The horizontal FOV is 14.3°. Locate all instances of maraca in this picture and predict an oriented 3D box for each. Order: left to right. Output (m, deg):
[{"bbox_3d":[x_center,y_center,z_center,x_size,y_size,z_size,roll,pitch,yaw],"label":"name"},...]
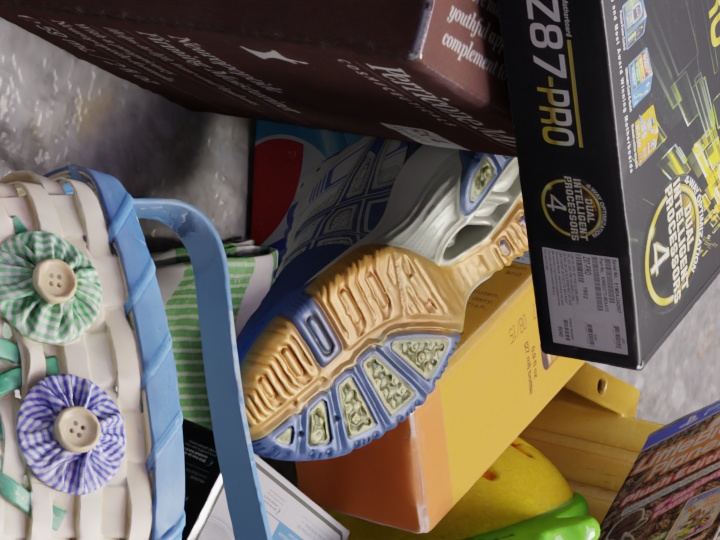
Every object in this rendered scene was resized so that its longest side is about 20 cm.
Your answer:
[{"bbox_3d":[0.037,0.119,1.251,0.200,0.136,0.108,176,-102,-84],"label":"maraca"}]

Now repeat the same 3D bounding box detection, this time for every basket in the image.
[{"bbox_3d":[-0.109,0.055,0.996,0.199,0.139,0.177,8,65,-52],"label":"basket"}]

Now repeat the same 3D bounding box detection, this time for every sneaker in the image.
[{"bbox_3d":[0.000,0.000,1.150,0.200,0.088,0.076,-45,128,-31],"label":"sneaker"}]

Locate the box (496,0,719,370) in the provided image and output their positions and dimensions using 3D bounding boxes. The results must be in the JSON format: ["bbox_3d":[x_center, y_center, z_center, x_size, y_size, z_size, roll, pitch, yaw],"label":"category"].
[{"bbox_3d":[0.107,-0.090,1.047,0.161,0.049,0.201,-46,136,-47],"label":"box"}]

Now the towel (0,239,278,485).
[{"bbox_3d":[-0.098,0.066,1.163,0.200,0.023,0.154,-9,107,-59],"label":"towel"}]

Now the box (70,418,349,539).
[{"bbox_3d":[-0.091,0.165,1.139,0.201,0.060,0.117,-63,149,-13],"label":"box"}]

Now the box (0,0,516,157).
[{"bbox_3d":[-0.008,-0.146,1.081,0.166,0.199,0.165,24,79,-58],"label":"box"}]

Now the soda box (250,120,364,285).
[{"bbox_3d":[-0.004,-0.034,1.252,0.068,0.064,0.201,-16,112,-57],"label":"soda box"}]

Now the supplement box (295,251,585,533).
[{"bbox_3d":[0.048,0.028,1.233,0.200,0.068,0.067,-41,133,-45],"label":"supplement box"}]

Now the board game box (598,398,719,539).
[{"bbox_3d":[0.182,0.165,1.292,0.160,0.097,0.200,54,33,-10],"label":"board game box"}]

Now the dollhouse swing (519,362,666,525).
[{"bbox_3d":[0.109,0.147,1.390,0.182,0.175,0.201,26,77,-59],"label":"dollhouse swing"}]
